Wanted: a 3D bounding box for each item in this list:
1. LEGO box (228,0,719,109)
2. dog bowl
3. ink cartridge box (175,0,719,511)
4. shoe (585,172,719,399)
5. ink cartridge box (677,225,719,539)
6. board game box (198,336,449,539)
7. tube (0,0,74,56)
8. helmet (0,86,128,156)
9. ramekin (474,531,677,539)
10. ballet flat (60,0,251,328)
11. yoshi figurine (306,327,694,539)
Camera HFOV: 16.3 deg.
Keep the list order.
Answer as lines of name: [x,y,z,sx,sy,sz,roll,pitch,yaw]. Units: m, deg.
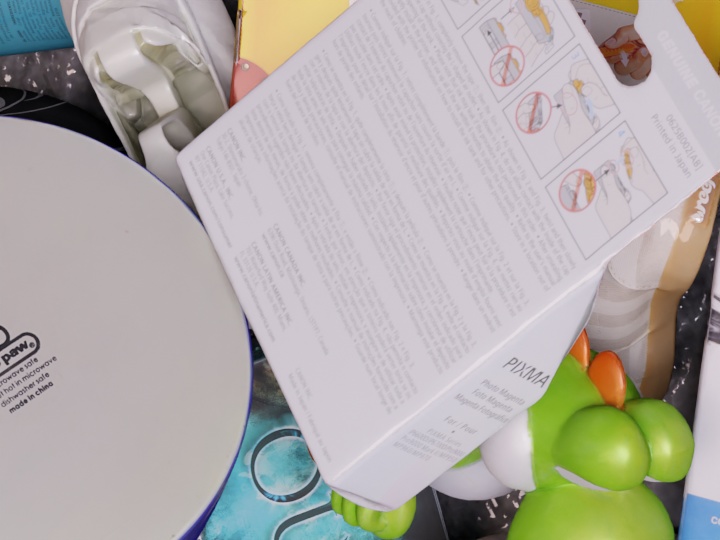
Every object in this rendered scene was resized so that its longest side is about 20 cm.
LEGO box: [0.056,-0.126,0.989,0.200,0.077,0.149,10,108,12]
dog bowl: [-0.143,0.045,0.957,0.200,0.200,0.079,51,156,9]
ink cartridge box: [0.040,-0.035,0.910,0.200,0.057,0.163,-37,56,16]
shoe: [0.102,0.000,0.976,0.053,0.200,0.070,9,69,4]
ink cartridge box: [0.188,0.021,0.940,0.084,0.145,0.200,14,111,25]
board game box: [-0.029,0.121,1.085,0.135,0.028,0.200,-20,117,-8]
tube: [-0.160,-0.130,1.165,0.200,0.050,0.078,1,97,34]
helmet: [-0.177,0.009,1.127,0.200,0.191,0.200,0,88,-1]
ramekin: [0.113,0.171,1.002,0.200,0.200,0.098,10,101,28]
ballet flat: [-0.079,-0.069,1.047,0.069,0.069,0.200,-32,77,33]
yoshi figurine: [0.057,0.082,0.960,0.112,0.112,0.200,52,162,-19]
